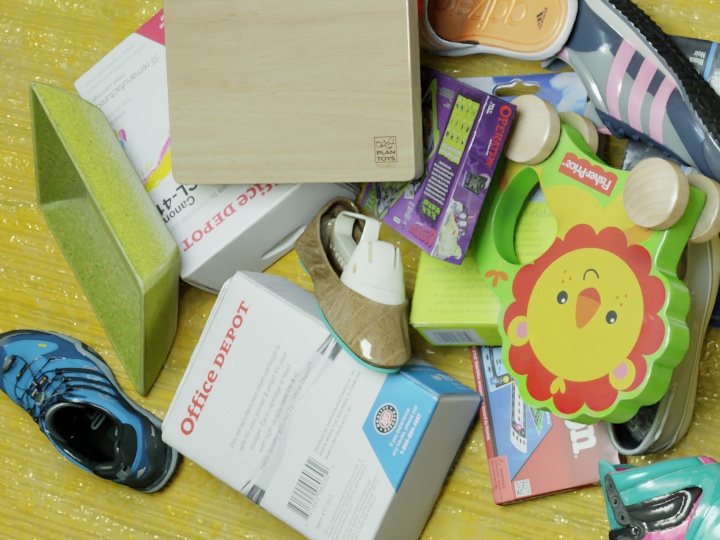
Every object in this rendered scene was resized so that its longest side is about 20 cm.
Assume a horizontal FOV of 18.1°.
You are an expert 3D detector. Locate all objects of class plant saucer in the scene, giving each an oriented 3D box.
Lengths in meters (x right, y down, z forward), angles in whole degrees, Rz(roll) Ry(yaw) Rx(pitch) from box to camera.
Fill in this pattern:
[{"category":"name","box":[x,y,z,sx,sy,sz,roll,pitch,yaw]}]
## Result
[{"category":"plant saucer","box":[-0.194,-0.030,1.772,0.048,0.200,0.201,-24,68,-17]}]

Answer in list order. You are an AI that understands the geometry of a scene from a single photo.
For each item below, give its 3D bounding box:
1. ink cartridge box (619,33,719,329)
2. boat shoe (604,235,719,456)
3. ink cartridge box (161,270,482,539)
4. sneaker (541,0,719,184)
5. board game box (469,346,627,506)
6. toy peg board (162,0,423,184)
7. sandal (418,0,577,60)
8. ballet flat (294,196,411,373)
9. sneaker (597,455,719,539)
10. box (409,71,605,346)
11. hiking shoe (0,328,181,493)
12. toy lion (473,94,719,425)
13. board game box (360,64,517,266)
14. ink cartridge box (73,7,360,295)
[{"category":"ink cartridge box","box":[0.238,-0.066,1.639,0.099,0.039,0.202,12,87,25]},{"category":"boat shoe","box":[0.207,0.035,1.591,0.070,0.071,0.203,9,101,26]},{"category":"ink cartridge box","box":[-0.031,0.110,1.698,0.199,0.086,0.147,31,102,28]},{"category":"sneaker","box":[0.206,-0.112,1.612,0.082,0.070,0.201,-48,59,23]},{"category":"board game box","box":[0.132,0.065,1.675,0.102,0.019,0.202,-14,75,21]},{"category":"toy peg board","box":[-0.035,-0.169,1.674,0.198,0.098,0.201,0,97,25]},{"category":"sandal","box":[0.082,-0.203,1.681,0.206,0.059,0.080,14,83,57]},{"category":"ballet flat","box":[0.000,0.000,1.675,0.200,0.067,0.073,-116,44,-62]},{"category":"sneaker","box":[0.189,0.195,1.590,0.199,0.083,0.121,-36,67,16]},{"category":"box","box":[0.111,-0.045,1.669,0.121,0.048,0.202,-1,67,26]},{"category":"hiking shoe","box":[-0.230,0.102,1.799,0.199,0.087,0.075,31,94,26]},{"category":"toy lion","box":[0.151,0.001,1.560,0.199,0.068,0.193,32,100,41]},{"category":"board game box","box":[0.054,-0.082,1.653,0.032,0.200,0.121,22,96,-18]},{"category":"ink cartridge box","box":[-0.114,-0.106,1.784,0.147,0.085,0.201,-37,67,14]}]
